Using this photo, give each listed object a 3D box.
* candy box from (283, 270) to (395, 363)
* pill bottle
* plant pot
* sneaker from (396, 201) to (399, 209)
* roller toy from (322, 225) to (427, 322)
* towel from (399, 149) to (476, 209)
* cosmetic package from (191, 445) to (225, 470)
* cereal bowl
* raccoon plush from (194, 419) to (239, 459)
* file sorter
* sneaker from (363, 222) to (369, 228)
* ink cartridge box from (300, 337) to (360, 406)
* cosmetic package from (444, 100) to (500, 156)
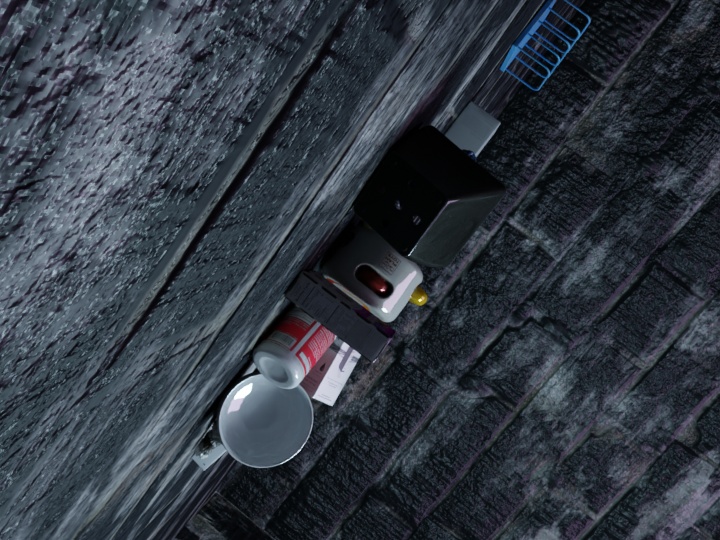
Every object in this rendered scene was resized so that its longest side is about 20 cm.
[{"bbox_3d":[-0.034,0.081,1.282,0.061,0.200,0.136,-53,175,4],"label":"candy box"},{"bbox_3d":[-0.119,0.135,1.420,0.200,0.112,0.112,-49,175,-38],"label":"pill bottle"},{"bbox_3d":[0.105,-0.125,1.256,0.200,0.200,0.177,-54,162,26],"label":"plant pot"},{"bbox_3d":[0.071,-0.100,1.700,0.140,0.078,0.200,-52,170,-37],"label":"sneaker"},{"bbox_3d":[0.030,0.003,1.419,0.140,0.200,0.182,-53,143,-8],"label":"roller toy"},{"bbox_3d":[0.150,-0.177,1.393,0.200,0.048,0.112,0,-90,57],"label":"towel"},{"bbox_3d":[-0.317,0.401,1.756,0.200,0.052,0.151,-44,178,3],"label":"cosmetic package"},{"bbox_3d":[-0.204,0.303,1.455,0.200,0.200,0.083,-51,-162,-12],"label":"cereal bowl"},{"bbox_3d":[-0.306,0.367,1.543,0.200,0.097,0.134,-53,168,6],"label":"raccoon plush"},{"bbox_3d":[0.486,-0.597,1.830,0.200,0.123,0.139,-51,175,-9],"label":"file sorter"},{"bbox_3d":[0.049,-0.073,1.550,0.200,0.076,0.105,99,16,-45],"label":"sneaker"},{"bbox_3d":[-0.082,0.173,1.543,0.084,0.144,0.200,38,80,-51],"label":"ink cartridge box"},{"bbox_3d":[0.261,-0.325,1.800,0.200,0.102,0.074,-51,175,-6],"label":"cosmetic package"}]
